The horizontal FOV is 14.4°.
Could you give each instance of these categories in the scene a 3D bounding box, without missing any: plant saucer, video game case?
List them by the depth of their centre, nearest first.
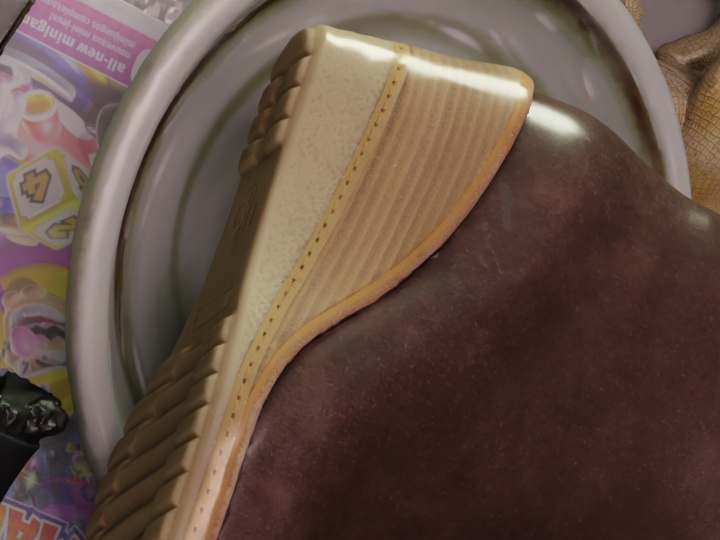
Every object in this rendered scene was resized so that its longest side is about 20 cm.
[{"bbox_3d":[-0.114,0.010,0.748,0.143,0.018,0.200,27,71,-16],"label":"video game case"},{"bbox_3d":[0.000,0.000,0.760,0.200,0.050,0.200,-8,105,-34],"label":"plant saucer"}]

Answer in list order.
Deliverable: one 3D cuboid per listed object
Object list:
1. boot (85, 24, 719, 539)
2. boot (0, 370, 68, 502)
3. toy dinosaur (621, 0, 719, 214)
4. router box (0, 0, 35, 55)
[{"bbox_3d":[0.030,0.051,0.687,0.166,0.072,0.200,25,72,-17],"label":"boot"},{"bbox_3d":[-0.120,0.096,0.679,0.198,0.073,0.163,25,90,-10],"label":"boot"},{"bbox_3d":[0.099,-0.046,0.837,0.200,0.058,0.101,19,88,-10],"label":"toy dinosaur"},{"bbox_3d":[-0.172,-0.148,0.719,0.200,0.051,0.149,16,61,-19],"label":"router box"}]
